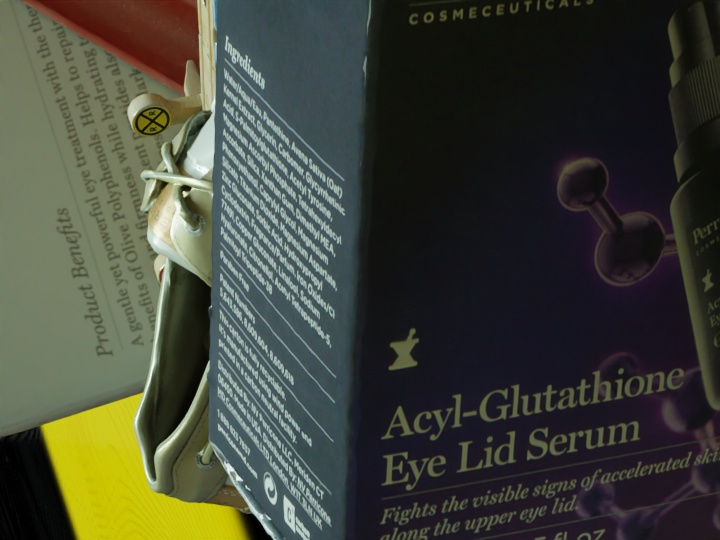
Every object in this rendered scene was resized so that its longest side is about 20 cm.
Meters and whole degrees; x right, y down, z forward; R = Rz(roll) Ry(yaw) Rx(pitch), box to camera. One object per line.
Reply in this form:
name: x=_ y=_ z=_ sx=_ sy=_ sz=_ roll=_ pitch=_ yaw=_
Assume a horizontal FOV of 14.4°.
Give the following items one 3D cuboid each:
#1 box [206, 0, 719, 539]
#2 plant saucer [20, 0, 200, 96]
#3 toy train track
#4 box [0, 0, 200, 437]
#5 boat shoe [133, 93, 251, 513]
box: x=0.043 y=-0.026 z=0.774 sx=0.104 sy=0.147 sz=0.201 roll=-133 pitch=38 yaw=-54
plant saucer: x=-0.075 y=-0.162 z=0.975 sx=0.200 sy=0.199 sz=0.037 roll=-51 pitch=13 yaw=46
toy train track: x=-0.060 y=-0.061 z=0.966 sx=0.115 sy=0.032 sz=0.201 roll=-113 pitch=18 yaw=-47
box: x=-0.130 y=-0.043 z=1.133 sx=0.200 sy=0.170 sz=0.200 roll=72 pitch=161 yaw=1
boat shoe: x=-0.033 y=-0.016 z=0.895 sx=0.075 sy=0.068 sz=0.201 roll=-137 pitch=46 yaw=-63
